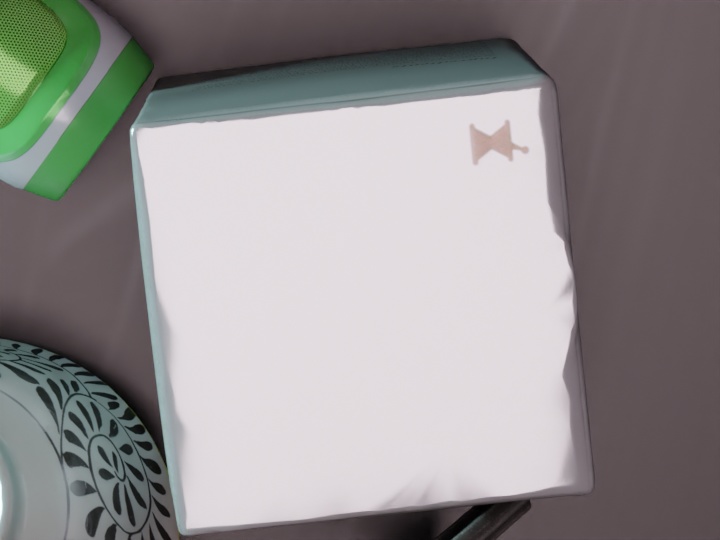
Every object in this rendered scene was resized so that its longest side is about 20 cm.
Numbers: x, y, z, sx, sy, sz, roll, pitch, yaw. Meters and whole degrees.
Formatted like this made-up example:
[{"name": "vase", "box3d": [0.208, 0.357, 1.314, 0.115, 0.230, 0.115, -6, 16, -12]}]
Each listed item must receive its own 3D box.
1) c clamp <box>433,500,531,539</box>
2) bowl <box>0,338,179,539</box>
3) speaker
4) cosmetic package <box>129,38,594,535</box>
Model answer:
[{"name": "c clamp", "box3d": [0.018, 0.135, 1.206, 0.171, 0.200, 0.027, -39, 85, 17]}, {"name": "bowl", "box3d": [-0.182, 0.110, 1.227, 0.201, 0.094, 0.201, -2, 72, 5]}, {"name": "speaker", "box3d": [-0.189, -0.116, 1.237, 0.200, 0.088, 0.088, 36, 96, -6]}, {"name": "cosmetic package", "box3d": [0.000, 0.000, 1.201, 0.166, 0.200, 0.167, -6, 98, 0]}]
